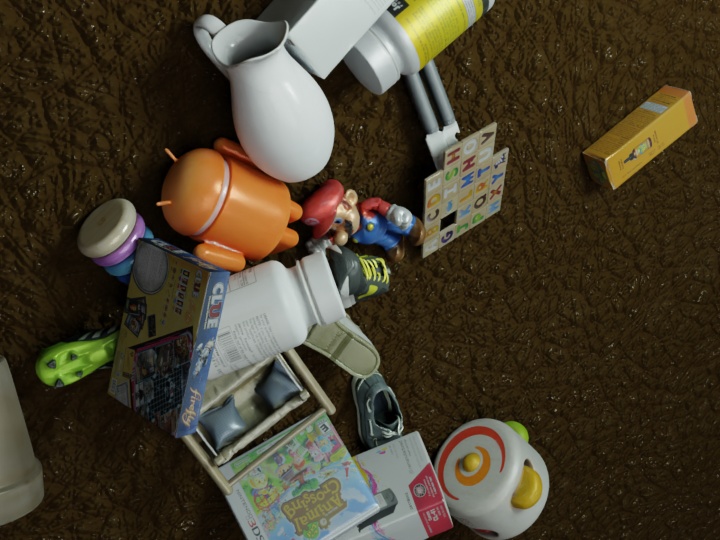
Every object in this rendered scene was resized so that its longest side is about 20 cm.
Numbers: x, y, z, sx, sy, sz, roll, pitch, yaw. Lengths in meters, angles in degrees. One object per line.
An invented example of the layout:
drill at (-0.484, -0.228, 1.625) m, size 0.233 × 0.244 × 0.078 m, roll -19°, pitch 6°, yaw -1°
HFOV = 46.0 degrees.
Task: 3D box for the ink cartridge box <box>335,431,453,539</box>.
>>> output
ink cartridge box at (0.031, 0.368, 1.360) m, size 0.197 × 0.149 × 0.086 m, roll -21°, pitch 132°, yaw -2°

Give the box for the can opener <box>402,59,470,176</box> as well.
can opener at (0.106, -0.222, 1.227) m, size 0.052 × 0.067 × 0.202 m, roll -27°, pitch 117°, yaw -4°

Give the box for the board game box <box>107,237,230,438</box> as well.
board game box at (-0.232, 0.078, 1.016) m, size 0.034 × 0.134 × 0.203 m, roll 0°, pitch 108°, yaw -54°

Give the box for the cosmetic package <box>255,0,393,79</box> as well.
cosmetic package at (-0.026, -0.346, 1.055) m, size 0.200 × 0.113 × 0.081 m, roll -49°, pitch 126°, yaw 0°

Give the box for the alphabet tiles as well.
alphabet tiles at (0.158, -0.124, 1.275) m, size 0.166 × 0.008 × 0.202 m, roll -31°, pitch 146°, yaw -22°

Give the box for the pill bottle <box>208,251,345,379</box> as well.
pill bottle at (-0.125, 0.052, 1.080) m, size 0.197 × 0.115 × 0.116 m, roll -21°, pitch 123°, yaw 0°

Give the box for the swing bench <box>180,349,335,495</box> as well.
swing bench at (-0.176, 0.164, 1.192) m, size 0.198 × 0.130 × 0.201 m, roll -37°, pitch 126°, yaw -9°

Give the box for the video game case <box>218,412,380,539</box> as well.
video game case at (-0.098, 0.337, 1.297) m, size 0.198 × 0.183 × 0.022 m, roll -27°, pitch 157°, yaw -17°

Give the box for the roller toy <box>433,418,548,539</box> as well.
roller toy at (0.223, 0.362, 1.481) m, size 0.182 × 0.201 × 0.140 m, roll -37°, pitch 127°, yaw 15°

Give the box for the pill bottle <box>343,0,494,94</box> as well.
pill bottle at (0.070, -0.331, 1.115) m, size 0.200 × 0.114 × 0.115 m, roll -42°, pitch 126°, yaw -7°

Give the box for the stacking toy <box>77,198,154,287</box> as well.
stacking toy at (-0.271, 0.001, 1.098) m, size 0.085 × 0.085 × 0.201 m, roll -43°, pitch 132°, yaw -6°

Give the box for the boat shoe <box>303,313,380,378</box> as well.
boat shoe at (-0.056, 0.082, 1.261) m, size 0.075 × 0.068 × 0.200 m, roll -44°, pitch 106°, yaw 1°

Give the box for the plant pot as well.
plant pot at (-0.483, 0.194, 1.008) m, size 0.197 × 0.199 × 0.177 m, roll -3°, pitch 97°, yaw -29°

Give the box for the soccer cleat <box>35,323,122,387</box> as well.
soccer cleat at (-0.321, 0.095, 1.102) m, size 0.197 × 0.081 × 0.069 m, roll -14°, pitch 112°, yaw -20°

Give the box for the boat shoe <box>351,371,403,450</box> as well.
boat shoe at (0.036, 0.250, 1.397) m, size 0.072 × 0.062 × 0.202 m, roll -29°, pitch 125°, yaw -20°

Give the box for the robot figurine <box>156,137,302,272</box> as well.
robot figurine at (-0.170, -0.085, 1.090) m, size 0.198 × 0.117 × 0.145 m, roll 22°, pitch 103°, yaw -36°

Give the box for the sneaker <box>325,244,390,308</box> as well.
sneaker at (0.000, 0.000, 1.195) m, size 0.083 × 0.200 × 0.076 m, roll -15°, pitch 81°, yaw -1°

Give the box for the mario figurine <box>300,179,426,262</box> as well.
mario figurine at (-0.001, -0.052, 1.210) m, size 0.198 × 0.106 × 0.125 m, roll 16°, pitch 105°, yaw -36°

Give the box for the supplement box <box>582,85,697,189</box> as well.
supplement box at (0.471, -0.225, 1.430) m, size 0.199 × 0.069 × 0.067 m, roll -39°, pitch 125°, yaw -11°

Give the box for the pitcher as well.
pitcher at (-0.121, -0.216, 1.042) m, size 0.121 × 0.171 × 0.201 m, roll -43°, pitch 140°, yaw -16°
